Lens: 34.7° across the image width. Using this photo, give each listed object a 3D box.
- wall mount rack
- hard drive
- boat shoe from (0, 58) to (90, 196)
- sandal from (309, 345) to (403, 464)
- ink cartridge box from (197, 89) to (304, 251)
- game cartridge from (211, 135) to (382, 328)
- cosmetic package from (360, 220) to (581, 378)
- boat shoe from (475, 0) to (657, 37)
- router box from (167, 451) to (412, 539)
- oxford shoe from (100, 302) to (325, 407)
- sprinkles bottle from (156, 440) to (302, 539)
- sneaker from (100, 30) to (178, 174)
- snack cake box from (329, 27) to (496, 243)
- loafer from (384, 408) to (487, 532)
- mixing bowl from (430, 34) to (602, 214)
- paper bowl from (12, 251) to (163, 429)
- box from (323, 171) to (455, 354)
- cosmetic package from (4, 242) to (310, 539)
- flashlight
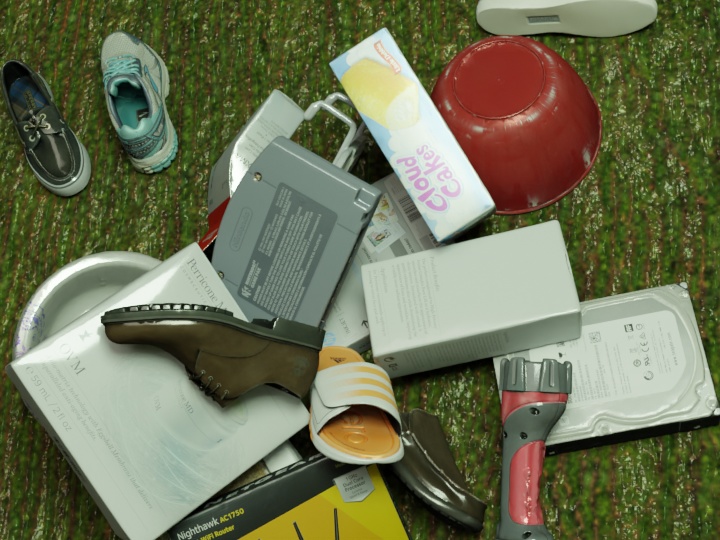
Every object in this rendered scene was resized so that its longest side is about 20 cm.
[{"bbox_3d":[-0.057,-0.097,1.203,0.074,0.200,0.174,31,105,0],"label":"wall mount rack"},{"bbox_3d":[0.230,0.096,1.108,0.199,0.038,0.140,-11,62,10],"label":"hard drive"},{"bbox_3d":[-0.386,-0.173,1.385,0.068,0.057,0.200,-32,61,-2],"label":"boat shoe"},{"bbox_3d":[-0.012,0.105,1.057,0.079,0.060,0.207,0,25,-13],"label":"sandal"},{"bbox_3d":[-0.147,-0.089,1.228,0.047,0.160,0.200,39,77,-10],"label":"ink cartridge box"},{"bbox_3d":[-0.073,-0.024,1.120,0.133,0.201,0.040,29,29,6],"label":"game cartridge"},{"bbox_3d":[0.106,0.030,1.110,0.199,0.074,0.102,-11,64,7],"label":"cosmetic package"},{"bbox_3d":[0.230,-0.304,1.286,0.199,0.072,0.069,0,65,25],"label":"boat shoe"},{"bbox_3d":[-0.056,0.258,1.058,0.199,0.051,0.150,-24,92,1],"label":"router box"},{"bbox_3d":[-0.128,0.074,0.995,0.199,0.073,0.085,13,83,-19],"label":"oxford shoe"},{"bbox_3d":[-0.140,0.241,1.118,0.200,0.068,0.068,-35,62,-3],"label":"sprinkles bottle"},{"bbox_3d":[-0.266,-0.216,1.357,0.077,0.086,0.201,-24,62,2],"label":"sneaker"},{"bbox_3d":[0.054,-0.127,1.129,0.067,0.115,0.201,-32,86,5],"label":"snack cake box"},{"bbox_3d":[0.053,0.166,1.099,0.071,0.073,0.200,-44,63,-8],"label":"loafer"},{"bbox_3d":[0.153,-0.173,1.216,0.199,0.108,0.201,-6,63,11],"label":"mixing bowl"},{"bbox_3d":[-0.250,0.085,1.171,0.200,0.104,0.202,2,84,-18],"label":"paper bowl"},{"bbox_3d":[0.000,0.000,1.211,0.199,0.041,0.156,-29,62,-1],"label":"box"},{"bbox_3d":[-0.188,0.114,1.072,0.200,0.123,0.200,-36,96,-20],"label":"cosmetic package"},{"bbox_3d":[0.156,0.180,1.040,0.068,0.068,0.201,1,82,10],"label":"flashlight"}]
